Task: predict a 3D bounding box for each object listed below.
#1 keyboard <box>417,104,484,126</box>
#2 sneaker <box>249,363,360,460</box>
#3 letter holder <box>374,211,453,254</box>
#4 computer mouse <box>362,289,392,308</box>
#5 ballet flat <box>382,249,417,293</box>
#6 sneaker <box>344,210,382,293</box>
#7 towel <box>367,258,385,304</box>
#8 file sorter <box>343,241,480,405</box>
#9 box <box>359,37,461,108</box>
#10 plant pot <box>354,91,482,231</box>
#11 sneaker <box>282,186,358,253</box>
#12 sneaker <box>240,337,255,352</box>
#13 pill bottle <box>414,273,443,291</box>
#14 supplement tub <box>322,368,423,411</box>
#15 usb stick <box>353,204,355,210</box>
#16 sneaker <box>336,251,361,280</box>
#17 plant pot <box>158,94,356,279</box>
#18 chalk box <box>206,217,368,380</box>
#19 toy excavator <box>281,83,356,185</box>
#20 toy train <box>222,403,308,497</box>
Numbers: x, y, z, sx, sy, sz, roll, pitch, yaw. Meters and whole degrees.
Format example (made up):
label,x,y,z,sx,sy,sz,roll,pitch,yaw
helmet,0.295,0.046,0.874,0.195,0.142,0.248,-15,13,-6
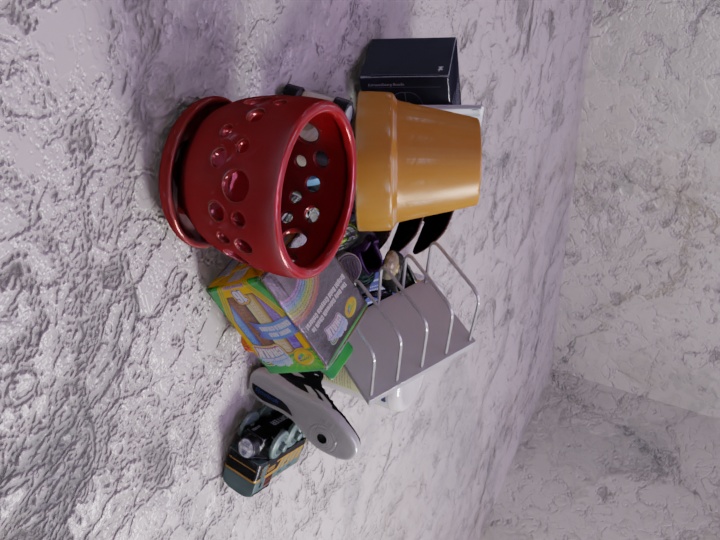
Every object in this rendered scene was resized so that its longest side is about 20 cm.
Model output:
label,x,y,z,sx,sy,sz,roll,pitch,yaw
keyboard,0.097,-0.238,1.324,0.057,0.194,0.011,95,-7,-51
sneaker,-0.062,0.191,1.265,0.112,0.198,0.074,-37,159,-54
letter holder,0.082,-0.073,1.462,0.200,0.099,0.145,140,-28,-74
computer mouse,-0.018,0.030,1.268,0.059,0.034,0.198,-50,148,20
ballet flat,0.076,0.015,1.430,0.068,0.056,0.200,-68,157,-11
sneaker,0.000,0.000,1.367,0.074,0.088,0.202,-32,144,-19
towel,0.017,0.075,1.518,0.142,0.024,0.204,-15,124,-25
file sorter,0.060,0.070,1.238,0.197,0.140,0.126,-26,147,-20
box,0.090,-0.272,1.394,0.202,0.145,0.109,78,20,-47
plant pot,0.085,-0.160,1.234,0.200,0.178,0.206,1,90,-87
sneaker,-0.087,-0.087,1.218,0.074,0.082,0.199,-42,144,16
sneaker,-0.127,0.033,1.208,0.078,0.071,0.202,64,36,-37
pill bottle,0.088,0.113,1.681,0.204,0.110,0.112,-71,157,-13
supplement tub,0.002,0.133,1.373,0.145,0.196,0.148,-50,148,-47
usb stick,0.004,-0.130,1.361,0.199,0.032,0.056,-42,146,-19
sneaker,-0.084,0.049,1.301,0.200,0.084,0.073,-46,120,-15
plant pot,-0.120,-0.108,0.972,0.200,0.179,0.205,-44,142,-50
chalk box,-0.083,0.054,1.113,0.202,0.122,0.125,57,49,-23
toy excavator,-0.055,-0.193,1.217,0.201,0.098,0.198,81,26,-67
toy train,-0.137,0.269,1.295,0.199,0.084,0.116,-16,130,-66
